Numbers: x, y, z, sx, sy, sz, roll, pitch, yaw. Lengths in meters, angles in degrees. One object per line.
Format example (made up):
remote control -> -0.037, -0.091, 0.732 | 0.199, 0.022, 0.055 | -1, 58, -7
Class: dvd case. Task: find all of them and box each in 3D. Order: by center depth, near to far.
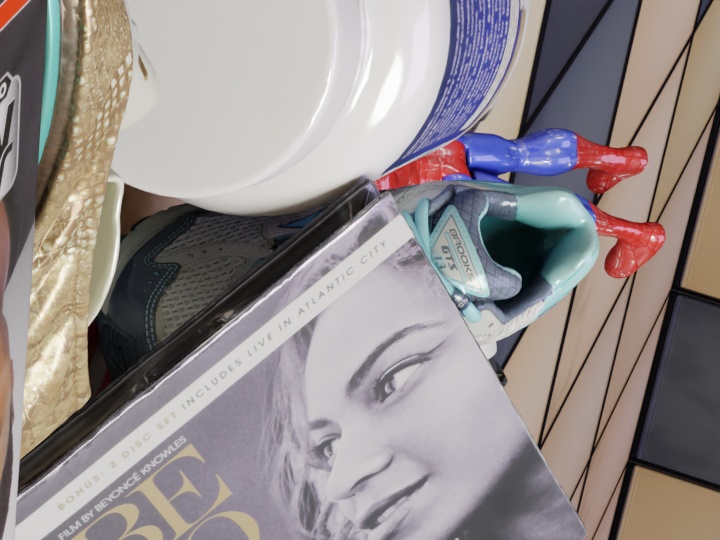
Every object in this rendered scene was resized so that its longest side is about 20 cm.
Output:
dvd case -> -0.015, 0.078, 0.802 | 0.148, 0.016, 0.200 | -39, 138, -6

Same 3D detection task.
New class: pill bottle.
pill bottle -> -0.023, -0.080, 0.783 | 0.200, 0.119, 0.121 | -32, 138, -73

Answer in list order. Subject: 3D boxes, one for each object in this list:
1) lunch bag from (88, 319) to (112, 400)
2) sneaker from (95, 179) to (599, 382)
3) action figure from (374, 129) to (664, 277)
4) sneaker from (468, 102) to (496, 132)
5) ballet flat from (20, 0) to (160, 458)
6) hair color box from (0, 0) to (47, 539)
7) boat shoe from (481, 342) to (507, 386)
lunch bag -> -0.066, 0.098, 0.925 | 0.176, 0.081, 0.201 | 68, 40, -72
sneaker -> 0.000, 0.000, 0.820 | 0.199, 0.086, 0.078 | -17, 88, -48
action figure -> 0.023, -0.028, 1.059 | 0.099, 0.199, 0.066 | -34, -124, 39
sneaker -> 0.035, -0.132, 1.086 | 0.082, 0.074, 0.201 | -94, -158, -54
ballet flat -> -0.088, -0.030, 0.665 | 0.065, 0.070, 0.201 | -27, 146, -42
hair color box -> -0.123, 0.013, 0.597 | 0.102, 0.061, 0.201 | -58, 162, -52
boat shoe -> 0.009, 0.050, 1.078 | 0.200, 0.075, 0.061 | -161, -119, -78
